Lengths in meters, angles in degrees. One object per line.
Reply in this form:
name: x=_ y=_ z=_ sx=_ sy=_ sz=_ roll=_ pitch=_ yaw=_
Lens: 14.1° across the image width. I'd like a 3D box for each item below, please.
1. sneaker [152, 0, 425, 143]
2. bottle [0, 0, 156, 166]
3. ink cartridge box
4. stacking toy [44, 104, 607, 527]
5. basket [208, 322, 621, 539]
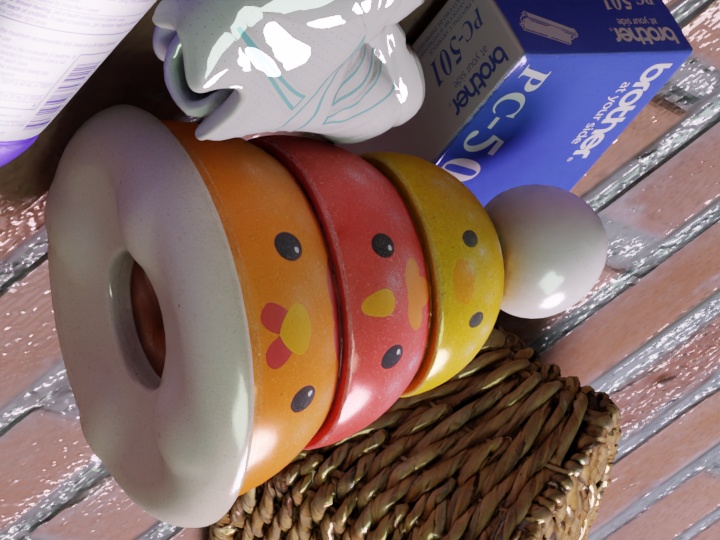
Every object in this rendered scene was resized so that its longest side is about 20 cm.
sneaker: x=-0.027 y=-0.075 z=0.924 sx=0.080 sy=0.071 sz=0.200 roll=-34 pitch=169 yaw=-3
bottle: x=-0.084 y=-0.110 z=0.843 sx=0.083 sy=0.065 sz=0.200 roll=4 pitch=139 yaw=-47
ink cartridge box: x=0.032 y=-0.035 z=1.119 sx=0.094 sy=0.044 sz=0.200 roll=-5 pitch=146 yaw=-42
stacking toy: x=0.000 y=0.000 z=1.028 sx=0.199 sy=0.146 sz=0.146 roll=-13 pitch=150 yaw=-26
basket: x=0.026 y=0.100 z=1.341 sx=0.143 sy=0.149 sz=0.200 roll=-54 pitch=165 yaw=-26
